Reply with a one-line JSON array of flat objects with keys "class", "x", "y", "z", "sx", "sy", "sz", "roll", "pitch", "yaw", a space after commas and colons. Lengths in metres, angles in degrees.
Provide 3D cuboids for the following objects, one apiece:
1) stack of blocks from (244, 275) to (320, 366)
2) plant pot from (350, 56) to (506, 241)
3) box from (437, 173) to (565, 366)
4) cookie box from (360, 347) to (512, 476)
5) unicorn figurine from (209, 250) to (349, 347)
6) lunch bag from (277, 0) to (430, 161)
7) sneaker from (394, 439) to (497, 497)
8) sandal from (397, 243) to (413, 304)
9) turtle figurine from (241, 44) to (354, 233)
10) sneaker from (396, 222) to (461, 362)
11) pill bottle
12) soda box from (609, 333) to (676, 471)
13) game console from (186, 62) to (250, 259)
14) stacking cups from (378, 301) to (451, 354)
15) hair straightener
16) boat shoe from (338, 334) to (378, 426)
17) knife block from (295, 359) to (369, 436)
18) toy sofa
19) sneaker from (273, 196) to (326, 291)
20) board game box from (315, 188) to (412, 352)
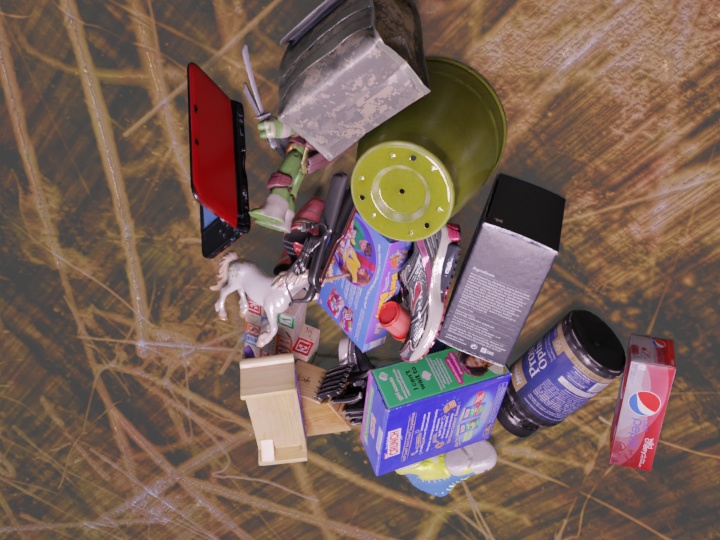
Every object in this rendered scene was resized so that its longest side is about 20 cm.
[{"class": "stack of blocks", "x": -0.129, "y": 0.108, "z": 1.268, "sx": 0.113, "sy": 0.059, "sz": 0.202, "roll": 19, "pitch": 138, "yaw": 8}, {"class": "plant pot", "x": 0.073, "y": -0.139, "z": 0.973, "sx": 0.196, "sy": 0.194, "sz": 0.204, "roll": 10, "pitch": 125, "yaw": 14}, {"class": "box", "x": 0.192, "y": -0.002, "z": 1.046, "sx": 0.103, "sy": 0.149, "sz": 0.203, "roll": 21, "pitch": 127, "yaw": 6}, {"class": "cookie box", "x": 0.106, "y": 0.200, "z": 1.133, "sx": 0.196, "sy": 0.076, "sz": 0.173, "roll": -13, "pitch": 138, "yaw": -19}, {"class": "unicorn figurine", "x": -0.136, "y": 0.035, "z": 1.130, "sx": 0.197, "sy": 0.074, "sz": 0.139, "roll": 25, "pitch": 112, "yaw": 8}, {"class": "lunch bag", "x": -0.013, "y": -0.268, "z": 0.925, "sx": 0.162, "sy": 0.203, "sz": 0.117, "roll": -29, "pitch": 136, "yaw": 30}, {"class": "sneaker", "x": 0.157, "y": 0.341, "z": 1.338, "sx": 0.197, "sy": 0.076, "sz": 0.106, "roll": -8, "pitch": 131, "yaw": 33}, {"class": "sandal", "x": 0.075, "y": 0.000, "z": 1.128, "sx": 0.080, "sy": 0.055, "sz": 0.201, "roll": 3, "pitch": 137, "yaw": -32}, {"class": "turtle figurine", "x": -0.122, "y": -0.165, "z": 1.049, "sx": 0.197, "sy": 0.198, "sz": 0.143, "roll": 20, "pitch": 172, "yaw": -30}, {"class": "sneaker", "x": 0.082, "y": 0.027, "z": 1.055, "sx": 0.073, "sy": 0.081, "sz": 0.204, "roll": 11, "pitch": 103, "yaw": -1}, {"class": "pill bottle", "x": 0.286, "y": 0.159, "z": 1.137, "sx": 0.111, "sy": 0.112, "sz": 0.201, "roll": 35, "pitch": 126, "yaw": -5}, {"class": "soda box", "x": 0.416, "y": 0.198, "z": 1.139, "sx": 0.062, "sy": 0.070, "sz": 0.203, "roll": 7, "pitch": 124, "yaw": 14}, {"class": "game console", "x": -0.218, "y": -0.143, "z": 1.049, "sx": 0.117, "sy": 0.204, "sz": 0.171, "roll": 11, "pitch": 153, "yaw": -37}, {"class": "stacking cups", "x": 0.095, "y": 0.107, "z": 1.158, "sx": 0.060, "sy": 0.061, "sz": 0.199, "roll": -25, "pitch": 136, "yaw": 31}, {"class": "hair straightener", "x": -0.063, "y": -0.044, "z": 1.060, "sx": 0.076, "sy": 0.041, "sz": 0.203, "roll": 22, "pitch": 95, "yaw": -39}, {"class": "boat shoe", "x": 0.031, "y": 0.185, "z": 1.282, "sx": 0.091, "sy": 0.075, "sz": 0.202, "roll": -6, "pitch": 128, "yaw": 18}, {"class": "knife block", "x": -0.039, "y": 0.224, "z": 1.247, "sx": 0.173, "sy": 0.064, "sz": 0.202, "roll": 21, "pitch": 138, "yaw": 7}, {"class": "toy sofa", "x": -0.129, "y": 0.203, "z": 1.173, "sx": 0.081, "sy": 0.099, "sz": 0.202, "roll": -6, "pitch": 135, "yaw": -2}, {"class": "sneaker", "x": -0.080, "y": -0.038, "z": 1.177, "sx": 0.073, "sy": 0.088, "sz": 0.201, "roll": 23, "pitch": 151, "yaw": -2}, {"class": "board game box", "x": 0.000, "y": 0.000, "z": 1.141, "sx": 0.134, "sy": 0.044, "sz": 0.203, "roll": 45, "pitch": 136, "yaw": 35}]
